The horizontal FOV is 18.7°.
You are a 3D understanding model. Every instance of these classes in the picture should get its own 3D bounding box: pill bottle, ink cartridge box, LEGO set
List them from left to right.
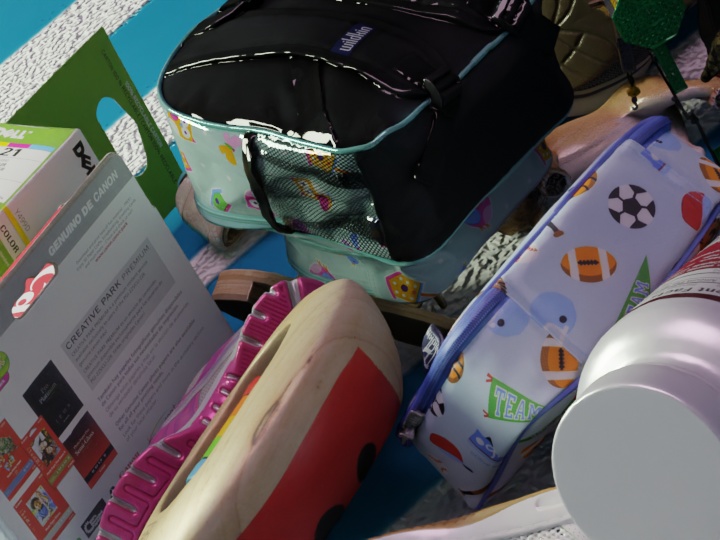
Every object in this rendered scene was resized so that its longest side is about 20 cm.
[{"bbox_3d":[-0.174,0.059,1.223,0.084,0.176,0.200,2,43,39],"label":"ink cartridge box"},{"bbox_3d":[-0.169,-0.037,1.375,0.076,0.148,0.200,8,48,40],"label":"ink cartridge box"},{"bbox_3d":[0.165,0.053,0.968,0.113,0.113,0.200,-4,18,34],"label":"pill bottle"},{"bbox_3d":[0.212,-0.125,1.171,0.154,0.200,0.116,-37,23,13],"label":"LEGO set"}]

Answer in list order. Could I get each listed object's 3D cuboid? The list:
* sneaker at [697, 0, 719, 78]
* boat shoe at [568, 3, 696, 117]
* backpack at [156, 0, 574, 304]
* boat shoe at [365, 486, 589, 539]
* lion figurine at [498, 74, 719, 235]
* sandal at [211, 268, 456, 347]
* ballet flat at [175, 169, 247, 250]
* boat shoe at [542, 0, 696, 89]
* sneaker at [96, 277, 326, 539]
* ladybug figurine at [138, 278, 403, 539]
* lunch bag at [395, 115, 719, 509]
[{"bbox_3d":[0.260,-0.191,1.301,0.071,0.098,0.201,6,45,45],"label":"sneaker"},{"bbox_3d":[0.172,-0.187,1.351,0.075,0.093,0.200,31,62,24],"label":"boat shoe"},{"bbox_3d":[-0.003,-0.083,1.183,0.200,0.154,0.176,17,51,33],"label":"backpack"},{"bbox_3d":[0.047,0.156,1.018,0.200,0.071,0.070,-24,60,32],"label":"boat shoe"},{"bbox_3d":[0.133,-0.071,1.277,0.199,0.073,0.123,-18,23,-9],"label":"lion figurine"},{"bbox_3d":[-0.004,-0.002,1.252,0.211,0.078,0.070,4,71,47],"label":"sandal"},{"bbox_3d":[-0.028,-0.081,1.426,0.200,0.067,0.062,-37,61,-5],"label":"ballet flat"},{"bbox_3d":[0.142,-0.161,1.281,0.200,0.072,0.068,-28,9,42],"label":"boat shoe"},{"bbox_3d":[-0.070,0.099,1.188,0.200,0.081,0.088,-52,2,-11],"label":"sneaker"},{"bbox_3d":[-0.042,0.097,1.077,0.200,0.072,0.136,-56,7,-19],"label":"ladybug figurine"},{"bbox_3d":[0.099,0.025,1.094,0.200,0.076,0.160,-44,-10,-25],"label":"lunch bag"}]
